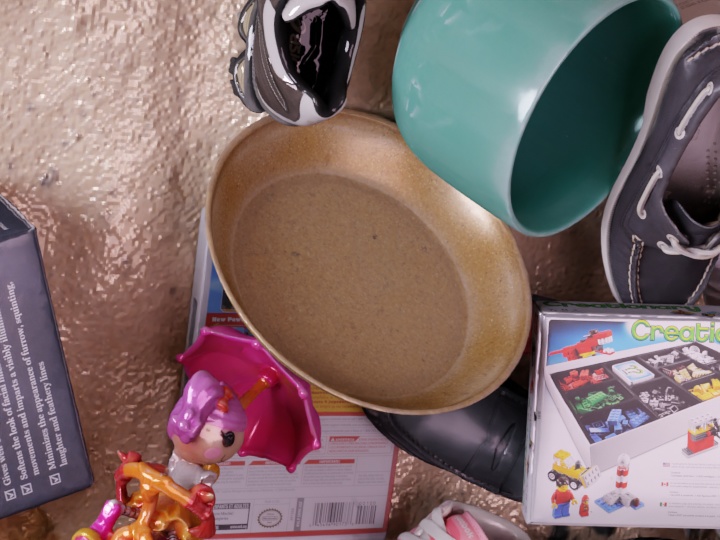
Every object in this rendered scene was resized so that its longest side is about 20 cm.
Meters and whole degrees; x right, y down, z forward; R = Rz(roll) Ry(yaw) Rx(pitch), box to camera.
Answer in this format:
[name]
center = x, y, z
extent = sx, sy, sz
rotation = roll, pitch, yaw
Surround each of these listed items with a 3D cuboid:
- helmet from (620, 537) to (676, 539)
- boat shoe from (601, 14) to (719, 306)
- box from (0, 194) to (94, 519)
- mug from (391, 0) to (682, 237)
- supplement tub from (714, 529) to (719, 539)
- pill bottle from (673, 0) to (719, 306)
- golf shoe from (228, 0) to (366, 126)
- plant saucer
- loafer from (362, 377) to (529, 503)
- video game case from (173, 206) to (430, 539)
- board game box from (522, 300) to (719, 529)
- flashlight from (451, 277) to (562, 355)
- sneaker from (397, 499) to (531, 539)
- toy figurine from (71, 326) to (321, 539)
[helmet]
center = 0.183, 0.259, 1.337
extent = 0.200, 0.200, 0.191
rotation = -44, 78, -8
[boat shoe]
center = 0.188, -0.044, 1.223
extent = 0.073, 0.061, 0.201
rotation = 0, 127, -19
[box]
center = -0.257, 0.061, 1.116
extent = 0.198, 0.107, 0.150
rotation = -18, 113, -21
[mug]
center = 0.090, -0.102, 1.222
extent = 0.152, 0.114, 0.186
rotation = -38, 148, -27
[supplement tub]
center = 0.299, 0.154, 1.388
extent = 0.144, 0.144, 0.201
rotation = -35, 117, -12
[pill bottle]
center = 0.230, -0.073, 1.307
extent = 0.108, 0.109, 0.202
rotation = -24, 115, -17
[golf shoe]
center = -0.025, -0.176, 1.164
extent = 0.077, 0.094, 0.202
rotation = -8, 107, -22
[plant saucer]
center = 0.000, 0.000, 1.205
extent = 0.199, 0.202, 0.035
rotation = 6, 145, -27
[loafer]
center = 0.088, 0.100, 1.304
extent = 0.200, 0.070, 0.069
rotation = 24, 93, -35
[video game case]
center = -0.037, 0.064, 1.273
extent = 0.142, 0.017, 0.202
rotation = 2, 105, -26
[board game box]
center = 0.195, 0.085, 1.257
extent = 0.198, 0.035, 0.128
rotation = 2, 102, -4
[flashlight]
center = 0.135, 0.046, 1.302
extent = 0.198, 0.068, 0.069
rotation = 13, 64, -23
[sneaker]
center = 0.018, 0.185, 1.288
extent = 0.199, 0.076, 0.105
rotation = 1, 128, -33
[toy figurine]
center = -0.094, 0.118, 1.170
extent = 0.186, 0.149, 0.200
rotation = -70, 161, -4
